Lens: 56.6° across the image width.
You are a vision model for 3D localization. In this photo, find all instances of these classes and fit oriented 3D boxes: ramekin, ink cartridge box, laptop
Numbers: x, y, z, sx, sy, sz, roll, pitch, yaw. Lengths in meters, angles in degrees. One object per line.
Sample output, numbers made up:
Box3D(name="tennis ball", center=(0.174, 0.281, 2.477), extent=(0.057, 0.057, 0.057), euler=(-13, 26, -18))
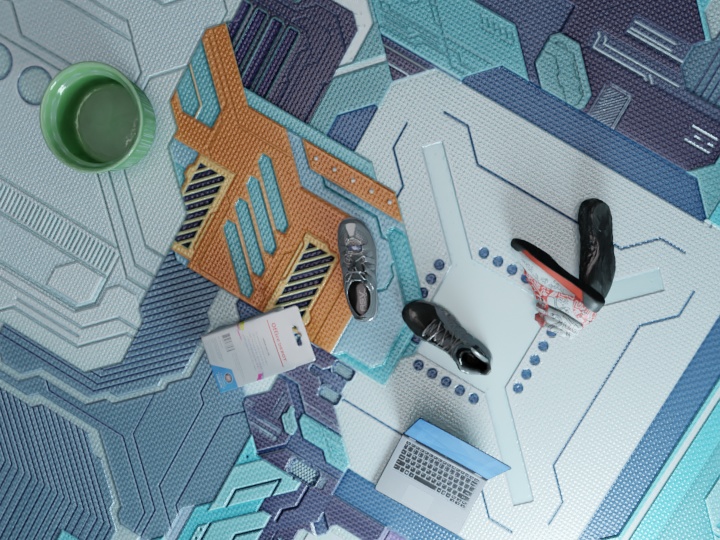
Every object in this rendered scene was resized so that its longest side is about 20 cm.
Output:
Box3D(name="ramekin", center=(-0.487, -0.282, 1.265), extent=(0.197, 0.098, 0.203), euler=(0, 94, 5))
Box3D(name="ink cartridge box", center=(-0.189, 0.144, 1.285), extent=(0.198, 0.068, 0.116), euler=(-19, 93, 7))
Box3D(name="laptop", center=(0.147, 0.388, 1.249), extent=(0.186, 0.116, 0.202), euler=(28, 96, 3))

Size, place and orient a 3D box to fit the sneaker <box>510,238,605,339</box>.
Box3D(name="sneaker", center=(0.335, 0.038, 1.227), extent=(0.201, 0.067, 0.109), euler=(39, 118, 16))

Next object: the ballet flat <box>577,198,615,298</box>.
Box3D(name="ballet flat", center=(0.430, -0.032, 1.230), extent=(0.066, 0.057, 0.203), euler=(-2, 101, -9))

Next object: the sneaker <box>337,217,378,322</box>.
Box3D(name="sneaker", center=(0.000, 0.000, 1.249), extent=(0.074, 0.082, 0.203), euler=(-12, 93, 6))

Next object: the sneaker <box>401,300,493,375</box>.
Box3D(name="sneaker", center=(0.164, 0.125, 1.226), extent=(0.199, 0.115, 0.075), euler=(33, 97, 2))
